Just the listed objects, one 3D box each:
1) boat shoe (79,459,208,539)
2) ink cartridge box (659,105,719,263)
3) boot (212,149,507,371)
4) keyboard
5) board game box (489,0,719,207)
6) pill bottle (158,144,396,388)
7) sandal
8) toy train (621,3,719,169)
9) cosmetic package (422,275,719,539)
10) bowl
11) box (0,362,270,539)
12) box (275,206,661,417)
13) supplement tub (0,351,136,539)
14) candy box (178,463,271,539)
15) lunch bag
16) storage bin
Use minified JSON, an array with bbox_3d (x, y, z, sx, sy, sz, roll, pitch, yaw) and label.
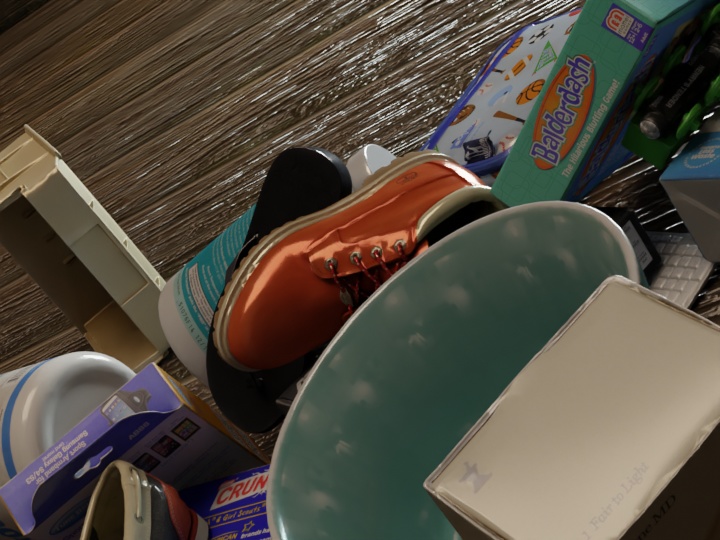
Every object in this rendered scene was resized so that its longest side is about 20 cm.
[{"bbox_3d":[-0.134,0.185,0.744,0.071,0.063,0.200,-27,28,30],"label":"boat shoe"},{"bbox_3d":[0.275,-0.092,0.807,0.200,0.067,0.116,-47,25,-24],"label":"ink cartridge box"},{"bbox_3d":[0.000,0.000,0.892,0.200,0.075,0.107,-38,27,-9],"label":"boot"},{"bbox_3d":[0.150,-0.004,0.913,0.056,0.011,0.200,-48,25,-19],"label":"keyboard"},{"bbox_3d":[0.170,-0.127,0.886,0.200,0.045,0.152,-36,-23,-49],"label":"board game box"},{"bbox_3d":[-0.044,-0.003,1.035,0.200,0.111,0.111,-39,22,24],"label":"pill bottle"},{"bbox_3d":[-0.064,0.013,0.961,0.076,0.200,0.043,19,13,22],"label":"sandal"},{"bbox_3d":[0.220,-0.136,0.849,0.200,0.042,0.056,-47,-16,-25],"label":"toy train"},{"bbox_3d":[0.114,0.108,0.523,0.104,0.200,0.073,-47,44,-13],"label":"cosmetic package"},{"bbox_3d":[0.066,0.078,0.632,0.201,0.105,0.201,-35,29,23],"label":"bowl"},{"bbox_3d":[-0.135,0.128,0.888,0.119,0.200,0.041,-40,61,-2],"label":"box"},{"bbox_3d":[0.064,0.038,0.879,0.200,0.049,0.161,-45,24,-22],"label":"box"},{"bbox_3d":[-0.257,0.142,1.096,0.200,0.132,0.132,-18,32,41],"label":"supplement tub"},{"bbox_3d":[-0.060,0.199,0.782,0.169,0.077,0.200,-22,31,38],"label":"candy box"},{"bbox_3d":[0.121,-0.112,1.067,0.160,0.076,0.200,-6,39,55],"label":"lunch bag"},{"bbox_3d":[-0.257,-0.015,1.286,0.094,0.200,0.199,-40,24,-8],"label":"storage bin"}]
